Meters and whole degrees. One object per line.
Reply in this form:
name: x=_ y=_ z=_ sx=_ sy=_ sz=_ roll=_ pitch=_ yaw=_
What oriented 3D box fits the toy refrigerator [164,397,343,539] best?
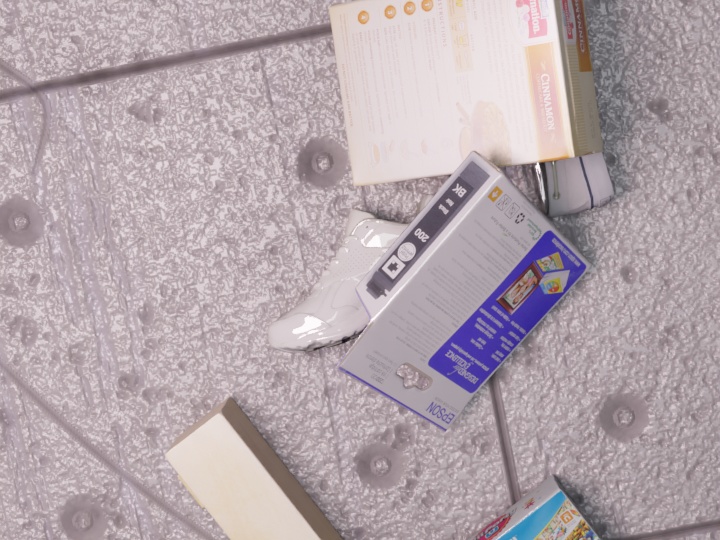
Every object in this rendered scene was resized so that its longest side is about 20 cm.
toy refrigerator: x=-0.084 y=0.215 z=1.210 sx=0.070 sy=0.076 sz=0.200 roll=-37 pitch=94 yaw=4

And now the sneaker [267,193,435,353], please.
sneaker: x=0.000 y=0.000 z=1.197 sx=0.200 sy=0.078 sz=0.100 roll=-28 pitch=87 yaw=-5

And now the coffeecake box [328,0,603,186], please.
coffeecake box: x=0.086 y=-0.158 z=1.133 sx=0.200 sy=0.073 sz=0.154 roll=-5 pitch=95 yaw=29

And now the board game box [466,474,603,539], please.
board game box: x=0.176 y=0.306 z=1.219 sx=0.147 sy=0.064 sz=0.200 roll=-38 pitch=92 yaw=4

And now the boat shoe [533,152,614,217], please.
boat shoe: x=0.155 y=-0.140 z=1.171 sx=0.067 sy=0.074 sz=0.200 roll=-21 pitch=95 yaw=-2

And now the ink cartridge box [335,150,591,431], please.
ink cartridge box: x=0.081 y=0.024 z=1.140 sx=0.200 sy=0.198 sz=0.043 roll=-50 pitch=53 yaw=3
